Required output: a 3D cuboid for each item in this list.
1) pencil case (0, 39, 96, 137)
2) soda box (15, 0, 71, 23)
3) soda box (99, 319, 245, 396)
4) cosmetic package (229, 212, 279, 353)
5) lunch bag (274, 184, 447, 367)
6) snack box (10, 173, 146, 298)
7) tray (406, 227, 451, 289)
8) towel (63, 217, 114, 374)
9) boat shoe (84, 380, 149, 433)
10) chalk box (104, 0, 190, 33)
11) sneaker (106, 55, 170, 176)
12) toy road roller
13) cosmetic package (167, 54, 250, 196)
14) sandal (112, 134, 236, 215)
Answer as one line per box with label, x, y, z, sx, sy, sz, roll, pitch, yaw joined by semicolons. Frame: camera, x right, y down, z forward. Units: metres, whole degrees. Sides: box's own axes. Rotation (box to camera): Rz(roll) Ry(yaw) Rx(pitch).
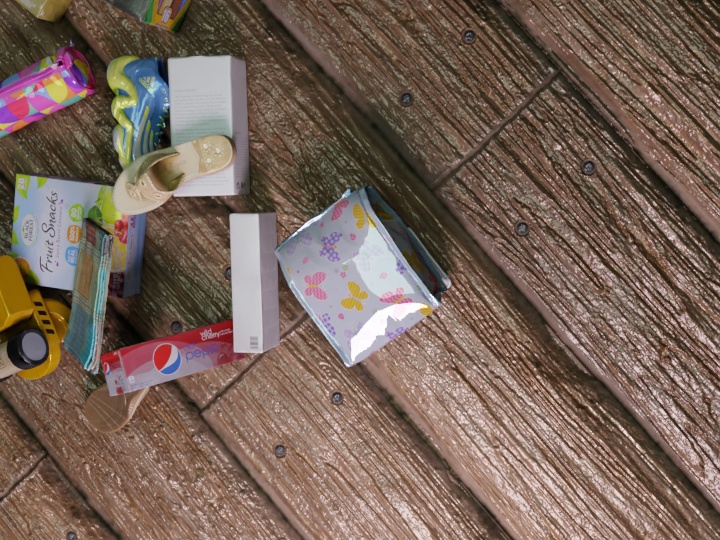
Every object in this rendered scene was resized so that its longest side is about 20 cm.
pencil case;-0.504;-0.275;1.598;0.199;0.088;0.089;-24;89;15
soda box;-0.446;-0.479;1.574;0.064;0.068;0.201;37;102;8
soda box;-0.271;0.125;1.513;0.070;0.199;0.064;-18;88;50
cosmetic package;-0.156;0.016;1.537;0.050;0.082;0.202;0;94;16
lunch bag;0.000;0.000;1.453;0.169;0.127;0.201;-36;95;16
snack box;-0.435;-0.056;1.607;0.198;0.068;0.171;7;97;15
tray;0.028;0.038;1.523;0.200;0.022;0.108;-39;84;14
towel;-0.396;0.033;1.513;0.022;0.146;0.202;4;100;-30
boat shoe;-0.357;0.178;1.607;0.072;0.072;0.200;41;124;3
chalk box;-0.300;-0.469;1.512;0.124;0.124;0.201;29;100;11
sneaker;-0.316;-0.229;1.559;0.104;0.076;0.202;-12;91;14
toy road roller;-0.524;0.069;1.590;0.122;0.146;0.202;-22;91;32
cosmetic package;-0.223;-0.212;1.539;0.100;0.071;0.202;1;95;14
sandal;-0.282;-0.141;1.487;0.210;0.070;0.078;-22;89;15
